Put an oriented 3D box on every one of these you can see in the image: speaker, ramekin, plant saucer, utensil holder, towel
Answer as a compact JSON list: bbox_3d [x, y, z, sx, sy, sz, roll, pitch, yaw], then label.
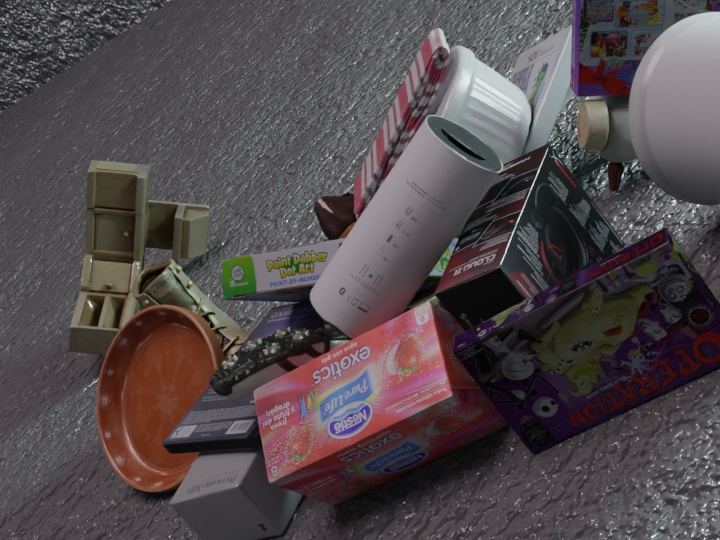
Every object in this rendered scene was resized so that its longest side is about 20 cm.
[{"bbox_3d":[0.039,-0.035,1.435,0.200,0.081,0.081,-57,15,22],"label":"speaker"},{"bbox_3d":[0.097,-0.119,1.676,0.202,0.094,0.203,-157,90,-80],"label":"ramekin"},{"bbox_3d":[-0.209,0.138,1.768,0.200,0.032,0.201,-9,77,42],"label":"plant saucer"},{"bbox_3d":[0.350,-0.131,1.366,0.170,0.170,0.200,-45,24,-15],"label":"utensil holder"},{"bbox_3d":[0.044,-0.148,1.678,0.146,0.030,0.200,-91,27,-73],"label":"towel"}]

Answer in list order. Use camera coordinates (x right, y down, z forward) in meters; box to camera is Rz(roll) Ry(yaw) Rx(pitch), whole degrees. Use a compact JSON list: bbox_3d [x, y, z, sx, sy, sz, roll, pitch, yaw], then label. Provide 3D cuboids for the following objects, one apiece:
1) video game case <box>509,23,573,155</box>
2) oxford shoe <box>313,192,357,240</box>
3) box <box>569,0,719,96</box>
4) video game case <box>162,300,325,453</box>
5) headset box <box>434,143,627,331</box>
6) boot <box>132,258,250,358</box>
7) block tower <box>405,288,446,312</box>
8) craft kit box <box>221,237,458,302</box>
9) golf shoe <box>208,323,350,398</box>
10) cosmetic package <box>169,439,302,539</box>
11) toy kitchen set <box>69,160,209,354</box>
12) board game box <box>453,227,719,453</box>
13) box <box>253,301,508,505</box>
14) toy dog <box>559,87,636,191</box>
[{"bbox_3d":[0.166,-0.148,1.720,0.182,0.024,0.200,167,125,-77],"label":"video game case"},{"bbox_3d":[0.004,-0.055,1.800,0.071,0.073,0.200,-46,-11,8],"label":"oxford shoe"},{"bbox_3d":[0.303,-0.240,1.577,0.200,0.137,0.039,-3,24,-4],"label":"box"},{"bbox_3d":[-0.095,0.101,1.623,0.143,0.019,0.200,-11,33,50],"label":"video game case"},{"bbox_3d":[0.153,0.012,1.422,0.075,0.149,0.200,-24,27,36],"label":"headset box"},{"bbox_3d":[-0.174,0.063,1.827,0.072,0.155,0.200,-44,22,-13],"label":"boot"},{"bbox_3d":[0.024,0.057,1.645,0.058,0.054,0.200,-29,12,-39],"label":"block tower"},{"bbox_3d":[0.000,0.000,1.632,0.197,0.049,0.200,-6,-5,35],"label":"craft kit box"},{"bbox_3d":[-0.040,0.088,1.529,0.200,0.088,0.077,-22,12,-20],"label":"golf shoe"},{"bbox_3d":[-0.091,0.169,1.606,0.101,0.071,0.200,-20,29,39],"label":"cosmetic package"},{"bbox_3d":[-0.289,-0.015,2.177,0.163,0.200,0.181,5,27,-3],"label":"toy kitchen set"},{"bbox_3d":[0.189,0.059,1.313,0.200,0.120,0.032,-29,26,24],"label":"board game box"},{"bbox_3d":[0.017,0.121,1.452,0.200,0.103,0.095,-28,57,25],"label":"box"},{"bbox_3d":[0.252,-0.153,1.669,0.132,0.096,0.200,13,30,8],"label":"toy dog"}]
